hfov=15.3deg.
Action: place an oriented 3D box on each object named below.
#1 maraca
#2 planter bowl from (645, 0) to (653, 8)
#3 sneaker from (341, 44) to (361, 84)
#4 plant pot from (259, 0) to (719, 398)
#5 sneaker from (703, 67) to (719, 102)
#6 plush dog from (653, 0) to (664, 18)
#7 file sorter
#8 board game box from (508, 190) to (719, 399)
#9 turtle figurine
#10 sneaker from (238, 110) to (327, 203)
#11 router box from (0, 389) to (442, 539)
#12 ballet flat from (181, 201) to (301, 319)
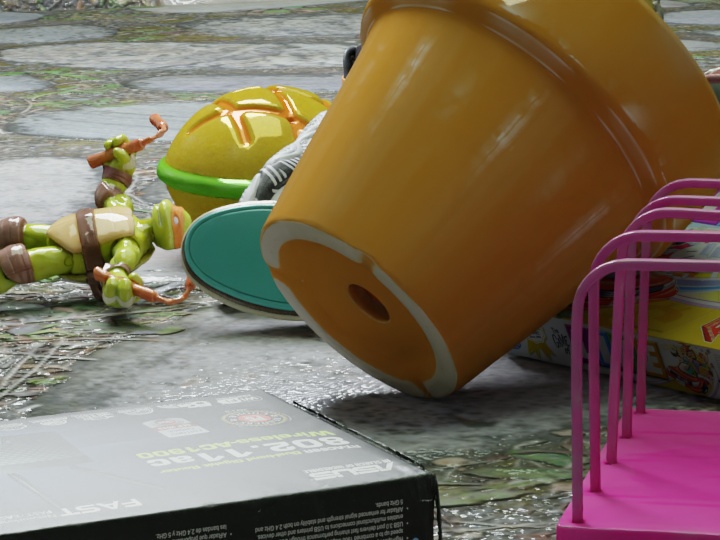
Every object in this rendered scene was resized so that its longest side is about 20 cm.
[{"bbox_3d":[-0.045,-0.069,1.752,0.137,0.107,0.200,16,18,35],"label":"maraca"},{"bbox_3d":[0.101,-0.088,1.548,0.200,0.084,0.200,-27,-6,-3],"label":"planter bowl"},{"bbox_3d":[-0.010,-0.105,1.924,0.077,0.113,0.200,6,13,34],"label":"sneaker"},{"bbox_3d":[0.053,-0.043,1.343,0.200,0.200,0.183,13,55,51],"label":"plant pot"},{"bbox_3d":[0.197,-0.075,1.574,0.075,0.105,0.200,-41,26,-21],"label":"sneaker"},{"bbox_3d":[0.147,-0.115,1.905,0.160,0.200,0.172,32,1,-35],"label":"plush dog"},{"bbox_3d":[0.167,0.037,1.132,0.138,0.126,0.200,2,11,14],"label":"file sorter"},{"bbox_3d":[0.182,0.007,1.388,0.200,0.034,0.134,11,41,47],"label":"board game box"},{"bbox_3d":[-0.169,-0.022,1.602,0.161,0.065,0.200,-9,38,-3],"label":"turtle figurine"},{"bbox_3d":[0.001,-0.032,1.611,0.115,0.075,0.200,29,47,13],"label":"sneaker"},{"bbox_3d":[-0.091,0.098,1.000,0.199,0.062,0.150,-7,13,-27],"label":"router box"},{"bbox_3d":[0.000,0.000,1.505,0.199,0.070,0.069,4,12,18],"label":"ballet flat"}]
